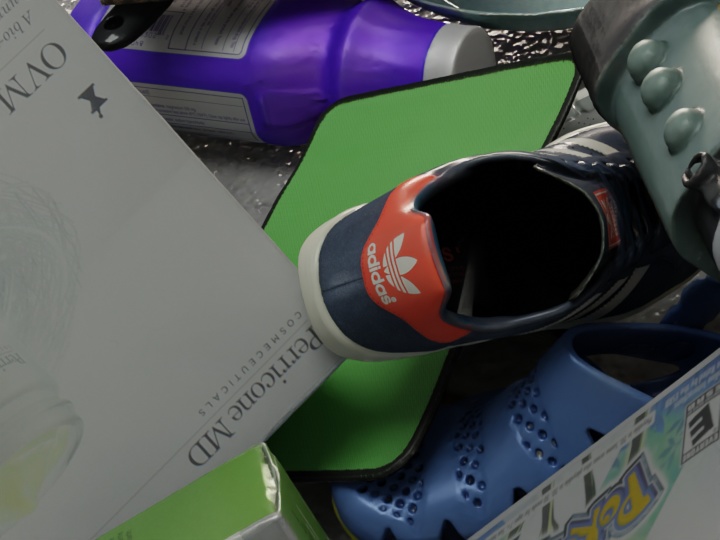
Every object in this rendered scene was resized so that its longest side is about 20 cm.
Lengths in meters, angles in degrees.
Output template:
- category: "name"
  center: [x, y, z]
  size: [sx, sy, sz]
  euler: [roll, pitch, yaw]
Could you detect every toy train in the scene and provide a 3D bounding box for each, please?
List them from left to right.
- category: "toy train"
  center: [0.137, -0.037, 0.796]
  size: [0.085, 0.114, 0.200]
  euler: [-52, 22, 22]

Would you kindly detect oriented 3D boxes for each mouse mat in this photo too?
- category: "mouse mat"
  center: [0.000, 0.000, 0.945]
  size: [0.161, 0.008, 0.200]
  euler: [-6, 49, 48]

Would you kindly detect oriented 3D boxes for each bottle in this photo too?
- category: "bottle"
  center: [-0.037, -0.096, 1.089]
  size: [0.200, 0.065, 0.084]
  euler: [8, 41, 27]

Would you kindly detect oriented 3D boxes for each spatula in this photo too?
- category: "spatula"
  center: [-0.067, -0.150, 1.100]
  size: [0.056, 0.021, 0.200]
  euler: [11, 35, 27]

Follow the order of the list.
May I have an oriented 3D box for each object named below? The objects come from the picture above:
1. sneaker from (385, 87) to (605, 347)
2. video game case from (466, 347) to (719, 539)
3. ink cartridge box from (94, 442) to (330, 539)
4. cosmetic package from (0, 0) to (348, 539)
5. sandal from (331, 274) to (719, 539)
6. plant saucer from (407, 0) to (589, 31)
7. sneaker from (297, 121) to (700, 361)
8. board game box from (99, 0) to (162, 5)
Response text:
- category: "sneaker"
  center: [0.107, -0.024, 0.962]
  size: [0.200, 0.075, 0.116]
  euler: [-20, 45, 14]
- category: "video game case"
  center: [0.055, 0.136, 0.741]
  size: [0.200, 0.022, 0.182]
  euler: [-42, 24, 40]
- category: "ink cartridge box"
  center: [-0.087, 0.154, 0.769]
  size: [0.200, 0.104, 0.059]
  euler: [-30, 20, 3]
- category: "cosmetic package"
  center: [-0.146, 0.023, 0.854]
  size: [0.199, 0.200, 0.123]
  euler: [-46, 15, -14]
- category: "sandal"
  center: [0.083, 0.052, 0.869]
  size: [0.200, 0.087, 0.080]
  euler: [-17, 43, 5]
- category: "plant saucer"
  center: [0.092, -0.160, 1.122]
  size: [0.201, 0.039, 0.201]
  euler: [-6, 38, 5]
- category: "sneaker"
  center: [0.079, -0.015, 0.852]
  size: [0.200, 0.075, 0.084]
  euler: [-20, -1, -34]
- category: "board game box"
  center: [-0.030, -0.207, 1.076]
  size: [0.200, 0.097, 0.160]
  euler: [-6, 37, -8]
